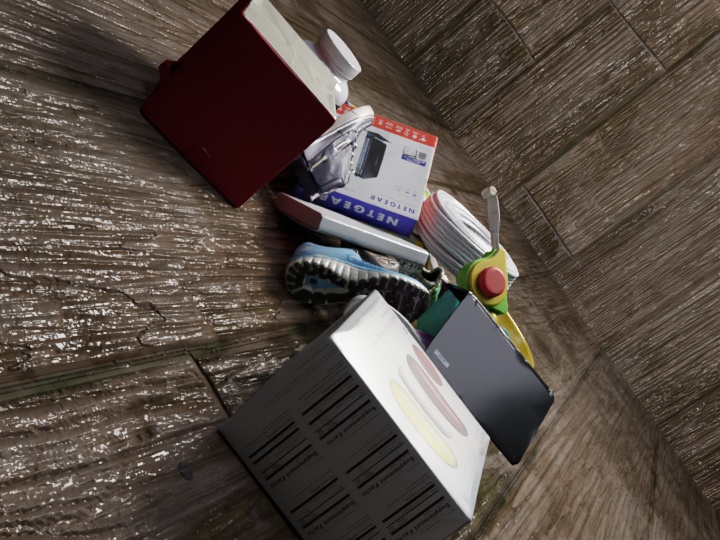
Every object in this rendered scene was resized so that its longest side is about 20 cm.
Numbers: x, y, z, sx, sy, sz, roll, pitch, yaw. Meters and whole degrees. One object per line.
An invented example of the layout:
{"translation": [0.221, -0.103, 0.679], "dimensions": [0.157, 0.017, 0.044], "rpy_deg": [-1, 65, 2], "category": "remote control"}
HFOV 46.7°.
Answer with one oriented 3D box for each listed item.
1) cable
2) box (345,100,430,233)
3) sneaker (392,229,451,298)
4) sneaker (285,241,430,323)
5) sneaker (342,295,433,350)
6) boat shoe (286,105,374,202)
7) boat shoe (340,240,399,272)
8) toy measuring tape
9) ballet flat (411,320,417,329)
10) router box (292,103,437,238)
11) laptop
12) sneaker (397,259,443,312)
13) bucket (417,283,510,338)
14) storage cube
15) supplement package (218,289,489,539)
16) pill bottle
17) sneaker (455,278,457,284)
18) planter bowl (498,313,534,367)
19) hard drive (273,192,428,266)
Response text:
{"translation": [0.170, -0.040, 1.344], "dimensions": [0.199, 0.069, 0.201], "rpy_deg": [39, 16, -13], "category": "cable"}
{"translation": [0.019, -0.160, 1.483], "dimensions": [0.199, 0.121, 0.195], "rpy_deg": [20, 38, -59], "category": "box"}
{"translation": [0.102, 0.016, 1.439], "dimensions": [0.090, 0.074, 0.203], "rpy_deg": [-37, 107, -50], "category": "sneaker"}
{"translation": [0.001, 0.005, 1.088], "dimensions": [0.196, 0.079, 0.091], "rpy_deg": [19, 34, -13], "category": "sneaker"}
{"translation": [0.049, 0.093, 1.053], "dimensions": [0.200, 0.073, 0.115], "rpy_deg": [42, 8, -19], "category": "sneaker"}
{"translation": [-0.034, -0.173, 1.245], "dimensions": [0.199, 0.074, 0.094], "rpy_deg": [-34, 96, -40], "category": "boat shoe"}
{"translation": [0.000, 0.000, 1.223], "dimensions": [0.073, 0.075, 0.200], "rpy_deg": [20, 6, -11], "category": "boat shoe"}
{"translation": [0.168, -0.019, 1.180], "dimensions": [0.073, 0.072, 0.205], "rpy_deg": [14, 72, -63], "category": "toy measuring tape"}
{"translation": [0.034, 0.099, 1.136], "dimensions": [0.199, 0.068, 0.064], "rpy_deg": [-23, 84, -60], "category": "ballet flat"}
{"translation": [0.011, -0.164, 1.317], "dimensions": [0.196, 0.049, 0.182], "rpy_deg": [18, 55, -4], "category": "router box"}
{"translation": [0.151, 0.122, 1.057], "dimensions": [0.178, 0.103, 0.200], "rpy_deg": [50, -2, -7], "category": "laptop"}
{"translation": [0.103, 0.035, 1.339], "dimensions": [0.200, 0.087, 0.078], "rpy_deg": [48, 16, -53], "category": "sneaker"}
{"translation": [0.147, 0.137, 1.232], "dimensions": [0.208, 0.134, 0.208], "rpy_deg": [47, 18, -20], "category": "bucket"}
{"translation": [-0.150, -0.229, 1.087], "dimensions": [0.200, 0.179, 0.172], "rpy_deg": [46, 19, -22], "category": "storage cube"}
{"translation": [0.005, 0.158, 0.812], "dimensions": [0.201, 0.146, 0.191], "rpy_deg": [52, 18, -1], "category": "supplement package"}
{"translation": [-0.096, -0.261, 1.246], "dimensions": [0.112, 0.199, 0.113], "rpy_deg": [44, 19, -20], "category": "pill bottle"}
{"translation": [0.180, 0.089, 1.416], "dimensions": [0.088, 0.076, 0.205], "rpy_deg": [1, 84, -49], "category": "sneaker"}
{"translation": [0.235, 0.121, 1.570], "dimensions": [0.201, 0.083, 0.202], "rpy_deg": [46, 20, -22], "category": "planter bowl"}
{"translation": [-0.013, -0.058, 1.198], "dimensions": [0.197, 0.027, 0.131], "rpy_deg": [18, 7, -38], "category": "hard drive"}
